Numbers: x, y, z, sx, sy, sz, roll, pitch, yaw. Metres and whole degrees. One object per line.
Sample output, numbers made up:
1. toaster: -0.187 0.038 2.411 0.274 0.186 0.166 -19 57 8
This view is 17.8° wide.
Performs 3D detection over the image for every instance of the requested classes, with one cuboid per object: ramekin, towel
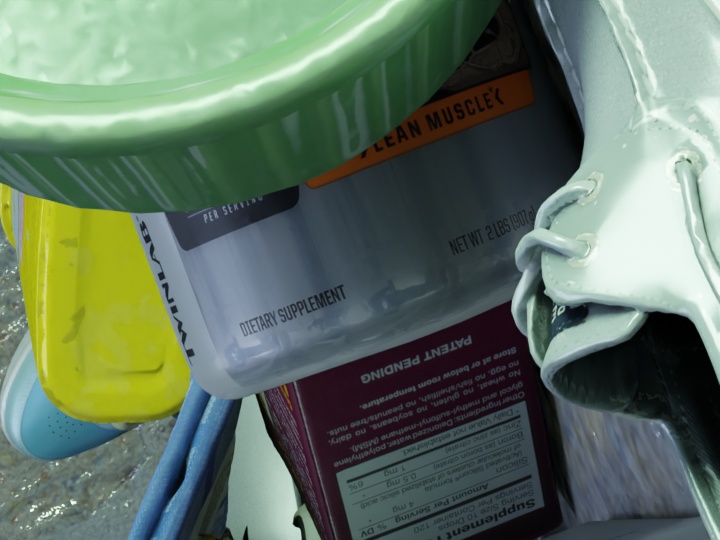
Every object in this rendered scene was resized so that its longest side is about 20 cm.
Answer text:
1. ramekin: -0.049 -0.109 0.501 0.098 0.199 0.201 72 175 -75
2. towel: -0.082 0.135 0.887 0.201 0.024 0.148 103 -174 -55

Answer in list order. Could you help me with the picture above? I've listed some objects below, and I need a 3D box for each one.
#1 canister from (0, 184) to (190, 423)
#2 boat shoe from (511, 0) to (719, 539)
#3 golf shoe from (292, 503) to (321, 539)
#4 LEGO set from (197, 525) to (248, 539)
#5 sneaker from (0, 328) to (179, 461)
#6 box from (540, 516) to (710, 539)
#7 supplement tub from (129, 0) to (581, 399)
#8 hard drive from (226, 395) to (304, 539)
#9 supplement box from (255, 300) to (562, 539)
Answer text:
1. canister: -0.117 -0.037 1.050 0.200 0.086 0.150 -116 28 -62
2. boat shoe: 0.066 0.004 0.432 0.070 0.071 0.202 85 163 -60
3. golf shoe: 0.025 0.147 0.961 0.078 0.094 0.201 -124 15 -53
4. LEGO set: -0.025 0.205 0.851 0.154 0.115 0.201 44 -129 -43
5. sneaker: -0.105 0.050 1.140 0.080 0.200 0.131 44 -163 -24
6. box: 0.032 0.197 0.667 0.171 0.198 0.201 138 110 -81
7. supplement tub: -0.021 -0.077 0.625 0.122 0.122 0.201 163 86 -81
8. hard drive: -0.010 0.128 1.024 0.135 0.042 0.201 25 -133 -50
9. supplement box: 0.000 0.000 0.790 0.111 0.085 0.201 -120 13 -52
